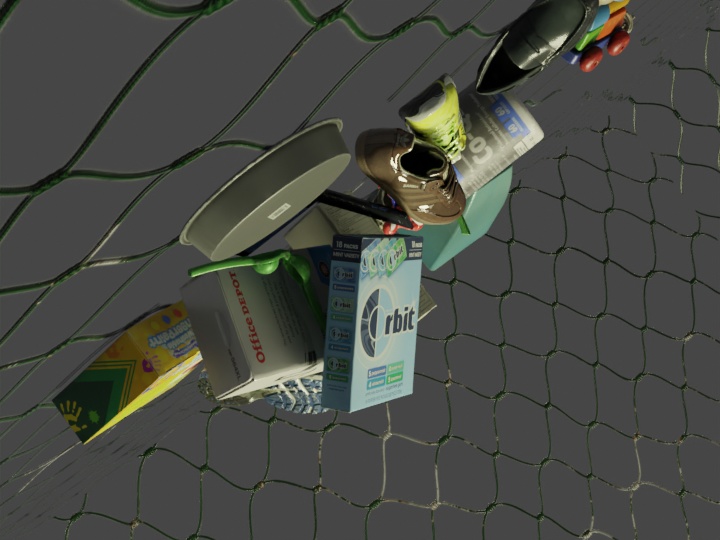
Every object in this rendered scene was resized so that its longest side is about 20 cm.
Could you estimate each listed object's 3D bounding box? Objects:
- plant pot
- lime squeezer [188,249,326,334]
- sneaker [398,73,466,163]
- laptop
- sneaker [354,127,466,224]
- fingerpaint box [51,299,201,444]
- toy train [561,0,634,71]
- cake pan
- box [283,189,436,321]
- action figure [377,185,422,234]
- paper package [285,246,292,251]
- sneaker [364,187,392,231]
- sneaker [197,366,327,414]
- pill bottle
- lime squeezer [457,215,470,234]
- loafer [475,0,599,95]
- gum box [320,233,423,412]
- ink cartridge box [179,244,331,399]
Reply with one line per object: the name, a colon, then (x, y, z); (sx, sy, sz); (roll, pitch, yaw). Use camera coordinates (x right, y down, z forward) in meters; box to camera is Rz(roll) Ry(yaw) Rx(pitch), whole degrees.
plant pot: (0.150, -0.129, 1.785); (0.141, 0.142, 0.200); (-34, 168, -30)
lime squeezer: (-0.102, 0.007, 1.283); (0.071, 0.199, 0.038); (-59, -146, 9)
sneaker: (0.094, -0.171, 1.297); (0.075, 0.077, 0.200); (-36, 174, 6)
laptop: (-0.047, -0.041, 1.330); (0.177, 0.199, 0.104); (15, 91, -85)
sneaker: (0.077, -0.102, 1.278); (0.075, 0.071, 0.199); (0, 163, 39)
fingerpaint box: (-0.262, 0.111, 1.402); (0.167, 0.074, 0.200); (-39, 177, 31)
toy train: (0.318, -0.336, 1.393); (0.200, 0.085, 0.116); (-33, 161, -41)
cake pan: (-0.088, -0.075, 1.107); (0.200, 0.037, 0.200); (-37, 176, -3)
box: (0.000, 0.000, 1.491); (0.078, 0.201, 0.095); (-40, 174, 34)
action figure: (0.098, -0.133, 1.586); (0.200, 0.065, 0.099); (-45, 143, -11)
paper package: (-0.059, 0.055, 1.641); (0.200, 0.191, 0.103); (-39, 166, 15)
sneaker: (0.034, -0.094, 1.678); (0.200, 0.067, 0.090); (-44, 173, 12)
sneaker: (-0.110, 0.129, 1.468); (0.077, 0.198, 0.086); (88, 11, -50)
pill bottle: (0.126, -0.156, 1.446); (0.200, 0.114, 0.114); (-38, 175, 10)
lime squeezer: (0.123, -0.153, 1.516); (0.070, 0.202, 0.038); (9, -176, 41)
loafer: (0.195, -0.255, 1.262); (0.070, 0.068, 0.200); (-45, -177, -31)
gum box: (0.017, 0.058, 1.346); (0.044, 0.202, 0.170); (6, -176, 28)
ink cartridge box: (-0.103, 0.059, 1.360); (0.199, 0.147, 0.084); (-10, 165, -46)
